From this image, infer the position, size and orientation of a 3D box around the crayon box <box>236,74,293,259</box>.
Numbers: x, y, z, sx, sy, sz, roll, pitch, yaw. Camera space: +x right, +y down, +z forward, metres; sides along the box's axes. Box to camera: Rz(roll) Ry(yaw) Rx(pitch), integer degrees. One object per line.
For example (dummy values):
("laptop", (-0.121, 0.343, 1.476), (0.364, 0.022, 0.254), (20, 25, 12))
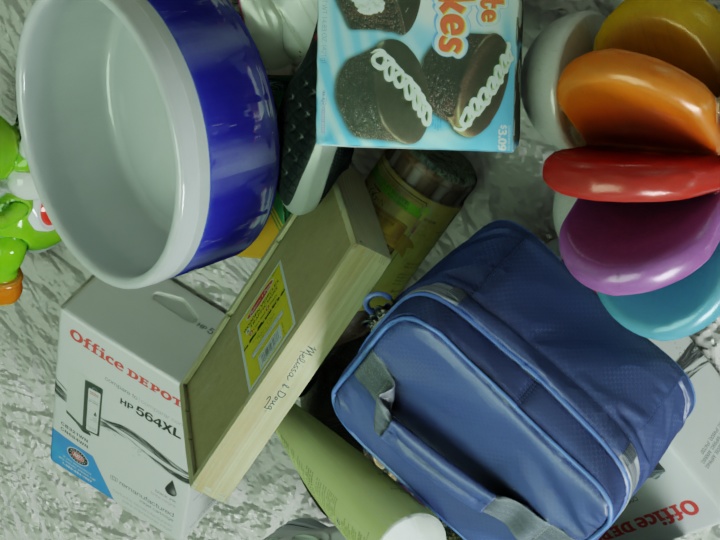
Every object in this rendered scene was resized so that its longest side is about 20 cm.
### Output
("crayon box", (-0.114, -0.077, 1.261), (0.199, 0.058, 0.119), (5, 108, 37))

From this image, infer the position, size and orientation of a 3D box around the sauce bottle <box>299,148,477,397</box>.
("sauce bottle", (0.000, 0.000, 1.191), (0.065, 0.065, 0.200), (37, 111, 8))

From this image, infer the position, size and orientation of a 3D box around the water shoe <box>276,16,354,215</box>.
("water shoe", (0.006, -0.117, 1.096), (0.201, 0.079, 0.072), (-69, 29, 28))

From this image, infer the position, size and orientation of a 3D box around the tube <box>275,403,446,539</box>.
("tube", (-0.013, 0.134, 1.157), (0.200, 0.052, 0.058), (37, 119, 56))

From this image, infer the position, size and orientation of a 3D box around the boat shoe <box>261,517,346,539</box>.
("boat shoe", (-0.027, 0.238, 1.394), (0.200, 0.067, 0.074), (-11, 97, 62))

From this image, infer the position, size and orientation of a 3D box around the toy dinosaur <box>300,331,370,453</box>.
("toy dinosaur", (-0.001, 0.074, 1.270), (0.102, 0.201, 0.077), (15, 170, 3))

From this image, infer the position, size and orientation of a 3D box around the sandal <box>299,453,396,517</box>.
("sandal", (0.002, 0.138, 1.376), (0.078, 0.069, 0.212), (55, 163, 8))

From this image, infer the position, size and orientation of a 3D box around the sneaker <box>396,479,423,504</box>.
("sneaker", (0.063, 0.191, 1.362), (0.200, 0.080, 0.089), (-36, 82, 47))

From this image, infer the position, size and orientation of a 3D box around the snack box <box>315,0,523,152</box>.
("snack box", (0.035, -0.170, 1.008), (0.116, 0.037, 0.201), (2, 100, 10))

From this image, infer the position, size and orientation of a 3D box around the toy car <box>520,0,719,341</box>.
("toy car", (0.168, -0.049, 1.005), (0.174, 0.150, 0.201), (6, 127, 35))

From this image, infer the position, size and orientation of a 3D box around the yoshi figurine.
("yoshi figurine", (-0.294, -0.064, 1.412), (0.112, 0.112, 0.200), (41, 137, 13))

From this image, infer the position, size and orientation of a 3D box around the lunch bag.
("lunch bag", (0.081, 0.078, 1.073), (0.200, 0.132, 0.136), (41, 138, 4))

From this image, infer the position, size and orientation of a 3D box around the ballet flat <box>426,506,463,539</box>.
("ballet flat", (0.127, 0.201, 1.253), (0.072, 0.072, 0.200), (-13, 146, 45))

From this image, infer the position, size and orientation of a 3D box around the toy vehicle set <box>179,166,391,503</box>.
("toy vehicle set", (-0.053, 0.037, 1.147), (0.026, 0.124, 0.200), (26, 112, -21))

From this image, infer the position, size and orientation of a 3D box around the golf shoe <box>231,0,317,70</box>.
("golf shoe", (-0.042, -0.222, 1.105), (0.091, 0.075, 0.201), (-2, 124, 16))

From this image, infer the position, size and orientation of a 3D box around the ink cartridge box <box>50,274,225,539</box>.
("ink cartridge box", (-0.174, 0.106, 1.471), (0.146, 0.084, 0.200), (30, 139, 16))

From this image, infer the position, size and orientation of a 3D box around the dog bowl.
("dog bowl", (-0.141, -0.094, 1.157), (0.200, 0.079, 0.201), (26, 124, 46))

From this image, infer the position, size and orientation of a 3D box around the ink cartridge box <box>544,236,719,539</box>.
("ink cartridge box", (0.153, 0.087, 1.186), (0.200, 0.084, 0.144), (50, 139, -8))
